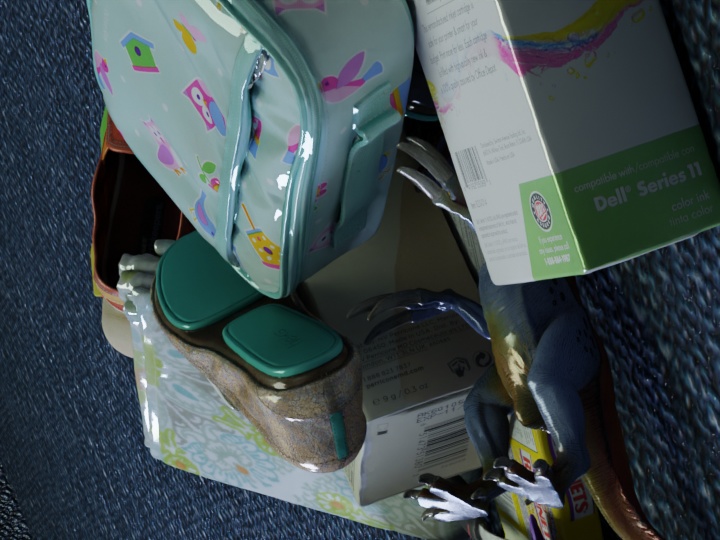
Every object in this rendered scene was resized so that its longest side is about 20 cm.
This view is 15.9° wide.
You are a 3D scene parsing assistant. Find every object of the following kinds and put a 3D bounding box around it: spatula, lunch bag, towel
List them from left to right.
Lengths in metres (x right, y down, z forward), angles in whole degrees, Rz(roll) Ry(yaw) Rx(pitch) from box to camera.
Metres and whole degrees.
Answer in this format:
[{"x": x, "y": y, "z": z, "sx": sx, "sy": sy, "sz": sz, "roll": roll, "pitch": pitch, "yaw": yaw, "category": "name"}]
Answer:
[{"x": -0.049, "y": -0.088, "z": 1.105, "sx": 0.161, "sy": 0.077, "sz": 0.200, "roll": 51, "pitch": 159, "yaw": 22, "category": "lunch bag"}, {"x": -0.029, "y": 0.065, "z": 1.373, "sx": 0.171, "sy": 0.199, "sz": 0.048, "roll": 88, "pitch": -158, "yaw": -53, "category": "towel"}, {"x": 0.070, "y": 0.131, "z": 1.255, "sx": 0.057, "sy": 0.020, "sz": 0.200, "roll": 70, "pitch": 169, "yaw": -18, "category": "spatula"}]

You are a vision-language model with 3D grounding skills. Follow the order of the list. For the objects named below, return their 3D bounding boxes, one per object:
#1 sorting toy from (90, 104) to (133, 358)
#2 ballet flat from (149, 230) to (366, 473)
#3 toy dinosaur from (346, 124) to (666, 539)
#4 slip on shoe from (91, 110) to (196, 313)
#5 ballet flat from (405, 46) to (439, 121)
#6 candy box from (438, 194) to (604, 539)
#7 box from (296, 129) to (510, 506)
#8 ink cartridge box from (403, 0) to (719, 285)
[{"x": -0.126, "y": -0.043, "z": 1.518, "sx": 0.185, "sy": 0.036, "sz": 0.201, "roll": -173, "pitch": 82, "yaw": -69, "category": "sorting toy"}, {"x": -0.048, "y": 0.041, "z": 1.181, "sx": 0.200, "sy": 0.068, "sz": 0.067, "roll": -132, "pitch": 21, "yaw": -64, "category": "ballet flat"}, {"x": 0.068, "y": 0.021, "z": 1.122, "sx": 0.105, "sy": 0.200, "sz": 0.182, "roll": -30, "pitch": 36, "yaw": 52, "category": "toy dinosaur"}, {"x": -0.110, "y": -0.074, "z": 1.403, "sx": 0.061, "sy": 0.074, "sz": 0.201, "roll": 0, "pitch": -81, "yaw": -82, "category": "slip on shoe"}, {"x": 0.013, "y": -0.146, "z": 1.166, "sx": 0.200, "sy": 0.073, "sz": 0.073, "roll": -116, "pitch": 15, "yaw": -49, "category": "ballet flat"}, {"x": 0.073, "y": 0.051, "z": 1.236, "sx": 0.102, "sy": 0.026, "sz": 0.201, "roll": -152, "pitch": 46, "yaw": -68, "category": "candy box"}, {"x": 0.000, "y": 0.000, "z": 1.243, "sx": 0.095, "sy": 0.077, "sz": 0.201, "roll": 94, "pitch": 156, "yaw": -60, "category": "box"}, {"x": 0.066, "y": -0.100, "z": 1.003, "sx": 0.117, "sy": 0.067, "sz": 0.201, "roll": 171, "pitch": 81, "yaw": -75, "category": "ink cartridge box"}]
